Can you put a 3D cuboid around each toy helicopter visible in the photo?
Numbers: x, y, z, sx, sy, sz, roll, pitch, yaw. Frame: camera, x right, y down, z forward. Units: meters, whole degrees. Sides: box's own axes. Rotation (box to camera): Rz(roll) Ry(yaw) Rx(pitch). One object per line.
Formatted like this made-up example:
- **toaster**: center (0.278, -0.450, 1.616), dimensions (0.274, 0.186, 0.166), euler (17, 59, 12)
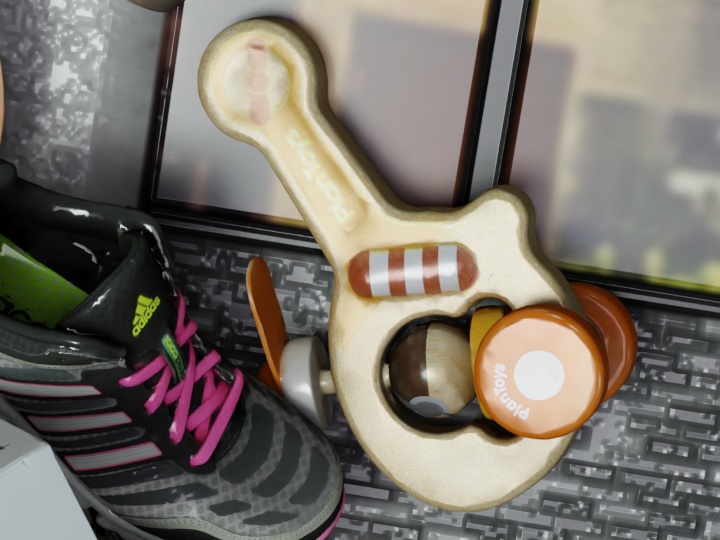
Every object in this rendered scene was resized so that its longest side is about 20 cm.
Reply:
- **toy helicopter**: center (0.000, 0.000, 0.977), dimensions (0.132, 0.079, 0.200), euler (-35, 88, 17)

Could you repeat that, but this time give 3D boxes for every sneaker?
- **sneaker**: center (-0.082, 0.030, 0.921), dimensions (0.200, 0.074, 0.087), euler (36, 144, -11)

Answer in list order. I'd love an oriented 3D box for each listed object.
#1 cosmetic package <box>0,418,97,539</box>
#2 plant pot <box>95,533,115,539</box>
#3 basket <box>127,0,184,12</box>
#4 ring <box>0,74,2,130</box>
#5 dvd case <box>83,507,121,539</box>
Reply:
- **cosmetic package**: center (-0.188, 0.095, 0.871), dimensions (0.151, 0.200, 0.052), euler (-33, 111, -19)
- **plant pot**: center (-0.131, 0.152, 0.949), dimensions (0.200, 0.093, 0.201), euler (-18, 142, -15)
- **basket**: center (-0.043, -0.198, 0.899), dimensions (0.180, 0.136, 0.200), euler (41, 103, -12)
- **ring**: center (-0.224, -0.057, 0.929), dimensions (0.200, 0.019, 0.201), euler (-7, 122, -12)
- **dvd case**: center (-0.185, 0.036, 1.004), dimensions (0.146, 0.022, 0.200), euler (-16, 102, 5)
